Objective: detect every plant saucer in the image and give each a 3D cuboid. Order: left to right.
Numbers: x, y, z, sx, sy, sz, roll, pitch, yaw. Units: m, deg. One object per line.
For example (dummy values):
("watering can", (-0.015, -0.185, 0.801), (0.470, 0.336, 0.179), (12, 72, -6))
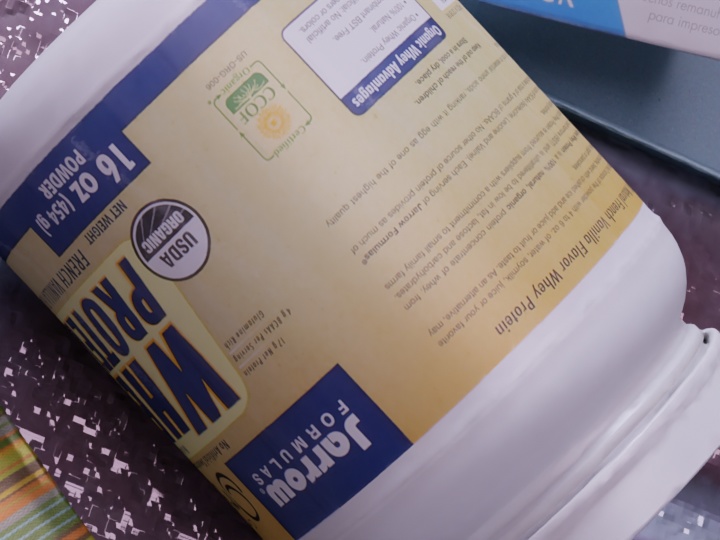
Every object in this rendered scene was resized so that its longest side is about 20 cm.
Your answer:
("plant saucer", (0.053, -0.087, 0.937), (0.200, 0.019, 0.070), (24, 65, -14))

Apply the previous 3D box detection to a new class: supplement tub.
("supplement tub", (0.000, 0.000, 0.815), (0.200, 0.144, 0.144), (47, 62, -1))

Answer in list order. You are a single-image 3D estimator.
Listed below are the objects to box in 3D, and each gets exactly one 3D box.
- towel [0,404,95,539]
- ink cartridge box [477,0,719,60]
("towel", (-0.083, 0.130, 0.809), (0.086, 0.018, 0.200), (-36, 88, -27))
("ink cartridge box", (0.092, -0.173, 0.880), (0.115, 0.068, 0.201), (11, 101, -17))
